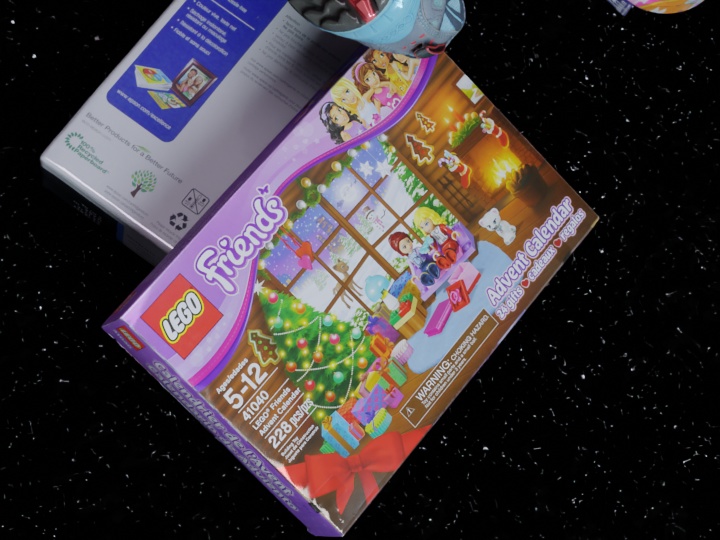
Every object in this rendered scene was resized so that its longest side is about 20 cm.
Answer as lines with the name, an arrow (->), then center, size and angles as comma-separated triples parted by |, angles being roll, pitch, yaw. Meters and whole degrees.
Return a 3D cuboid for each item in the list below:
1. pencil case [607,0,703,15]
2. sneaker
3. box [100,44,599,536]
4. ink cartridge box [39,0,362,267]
pencil case -> 0.171, -0.202, 0.812 | 0.087, 0.200, 0.088 | 5, 67, -12
sneaker -> -0.003, -0.178, 0.772 | 0.079, 0.095, 0.201 | -23, 63, 28
box -> 0.000, 0.000, 0.773 | 0.137, 0.039, 0.200 | 45, 68, -11
ink cartridge box -> -0.054, -0.091, 0.820 | 0.099, 0.039, 0.200 | 36, 70, 5
